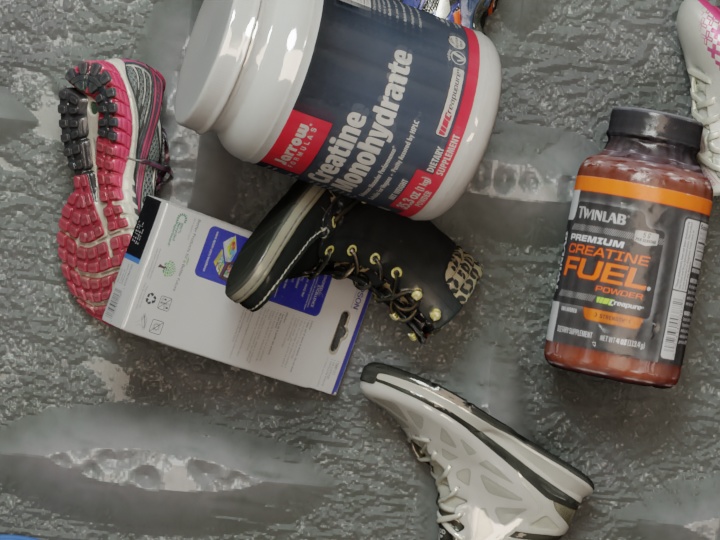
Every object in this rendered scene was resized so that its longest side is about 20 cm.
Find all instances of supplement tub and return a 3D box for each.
[{"bbox_3d":[0.204,-0.018,1.514,0.106,0.107,0.202,10,90,-4],"label":"supplement tub"},{"bbox_3d":[-0.015,-0.127,1.398,0.199,0.140,0.141,18,90,-17],"label":"supplement tub"}]

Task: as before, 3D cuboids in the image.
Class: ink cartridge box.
[{"bbox_3d":[-0.087,0.021,1.499,0.199,0.039,0.100,21,89,-35],"label":"ink cartridge box"}]

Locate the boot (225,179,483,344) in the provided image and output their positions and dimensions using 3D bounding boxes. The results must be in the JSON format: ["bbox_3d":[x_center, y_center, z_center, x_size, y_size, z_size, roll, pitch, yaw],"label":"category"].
[{"bbox_3d":[0.001,-0.001,1.473,0.154,0.204,0.073,45,132,-8],"label":"boot"}]

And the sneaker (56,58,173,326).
[{"bbox_3d":[-0.174,-0.056,1.503,0.080,0.074,0.202,12,104,37],"label":"sneaker"}]

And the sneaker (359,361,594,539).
[{"bbox_3d":[0.068,0.158,1.521,0.200,0.076,0.116,32,87,-7],"label":"sneaker"}]

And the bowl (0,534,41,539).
[{"bbox_3d":[-0.269,0.302,1.517,0.199,0.039,0.202,0,92,-4],"label":"bowl"}]

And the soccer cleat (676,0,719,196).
[{"bbox_3d":[0.281,-0.109,1.535,0.086,0.070,0.201,-32,94,-3],"label":"soccer cleat"}]

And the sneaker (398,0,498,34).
[{"bbox_3d":[0.060,-0.175,1.524,0.078,0.075,0.202,9,84,7],"label":"sneaker"}]
